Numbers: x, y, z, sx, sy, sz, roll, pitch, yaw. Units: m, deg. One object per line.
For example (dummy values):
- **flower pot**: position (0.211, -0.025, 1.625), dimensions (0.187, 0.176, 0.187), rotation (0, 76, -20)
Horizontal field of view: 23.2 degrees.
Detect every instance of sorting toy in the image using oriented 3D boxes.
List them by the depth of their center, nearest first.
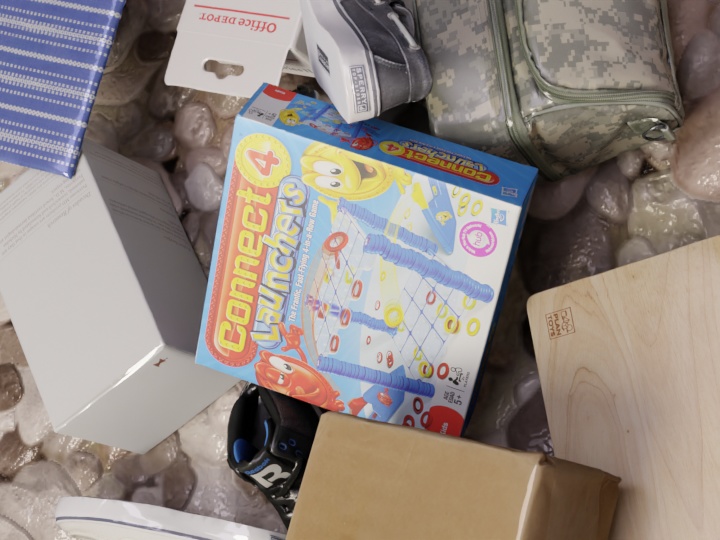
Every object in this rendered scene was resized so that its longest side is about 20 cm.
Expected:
- **sorting toy**: position (0.223, 0.091, 1.110), dimensions (0.197, 0.069, 0.202), rotation (-19, 68, 25)

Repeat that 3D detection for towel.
- **towel**: position (-0.248, -0.179, 1.352), dimensions (0.143, 0.024, 0.202), rotation (13, 83, 27)

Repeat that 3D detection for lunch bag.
- **lunch bag**: position (0.129, -0.169, 1.198), dimensions (0.166, 0.139, 0.202), rotation (-11, 70, 16)

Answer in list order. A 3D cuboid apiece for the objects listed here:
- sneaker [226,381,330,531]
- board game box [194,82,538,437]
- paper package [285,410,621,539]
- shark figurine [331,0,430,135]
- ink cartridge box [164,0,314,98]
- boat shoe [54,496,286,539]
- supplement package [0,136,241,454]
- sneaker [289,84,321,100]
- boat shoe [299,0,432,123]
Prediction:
- **sneaker**: position (-0.041, 0.165, 1.220), dimensions (0.073, 0.112, 0.202), rotation (-32, 63, 21)
- **board game box**: position (0.000, 0.000, 1.173), dimensions (0.194, 0.056, 0.202), rotation (18, 122, 9)
- **paper package**: position (0.042, 0.202, 1.090), dimensions (0.189, 0.103, 0.202), rotation (8, 79, 40)
- **shark figurine**: position (0.024, -0.172, 1.255), dimensions (0.127, 0.090, 0.217), rotation (12, 88, 3)
- **ink cartridge box**: position (-0.064, -0.219, 1.354), dimensions (0.116, 0.067, 0.202), rotation (13, 80, 32)
- **boat shoe**: position (-0.147, 0.212, 1.298), dimensions (0.198, 0.071, 0.071), rotation (7, 78, 25)
- **supplement package**: position (-0.192, 0.019, 1.343), dimensions (0.117, 0.117, 0.201), rotation (-36, 61, 16)
- **sneaker**: position (-0.045, -0.047, 1.312), dimensions (0.071, 0.072, 0.202), rotation (-24, 52, 36)
- **boat shoe**: position (0.002, -0.157, 1.164), dimensions (0.067, 0.073, 0.200), rotation (-11, 26, -8)
